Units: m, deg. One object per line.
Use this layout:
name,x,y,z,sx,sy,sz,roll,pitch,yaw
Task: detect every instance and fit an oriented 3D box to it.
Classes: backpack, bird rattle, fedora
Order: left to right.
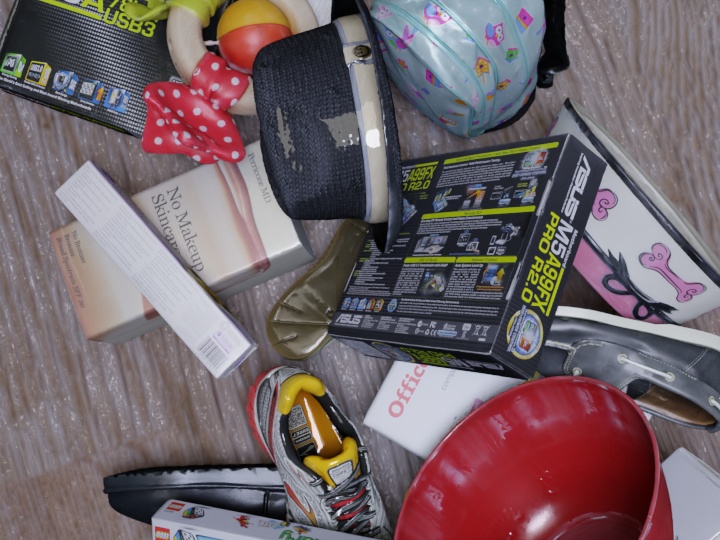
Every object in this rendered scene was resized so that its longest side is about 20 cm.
bird rattle,-0.107,-0.184,0.738,0.161,0.113,0.202,-11,71,-18
fedora,-0.030,-0.106,0.676,0.090,0.201,0.203,-9,84,-6
backpack,0.081,-0.188,0.729,0.166,0.200,0.127,35,88,6

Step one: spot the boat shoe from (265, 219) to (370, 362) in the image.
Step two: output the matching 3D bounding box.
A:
boat shoe,0.001,0.002,0.796,0.073,0.063,0.201,42,83,12

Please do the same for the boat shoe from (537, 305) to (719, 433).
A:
boat shoe,0.169,0.069,0.660,0.197,0.072,0.068,11,69,2

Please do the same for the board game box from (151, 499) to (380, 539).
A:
board game box,-0.061,0.252,0.686,0.197,0.035,0.128,6,106,16

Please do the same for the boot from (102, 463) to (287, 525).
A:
boot,-0.120,0.250,0.766,0.197,0.076,0.171,0,81,-1

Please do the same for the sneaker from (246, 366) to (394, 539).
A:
sneaker,-0.026,0.169,0.709,0.077,0.082,0.202,-29,91,-23

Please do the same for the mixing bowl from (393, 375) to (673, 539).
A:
mixing bowl,0.130,0.183,0.611,0.200,0.200,0.109,-43,118,0

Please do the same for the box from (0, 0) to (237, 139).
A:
box,-0.216,-0.229,0.835,0.198,0.048,0.195,20,88,6

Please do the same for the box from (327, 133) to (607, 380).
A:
box,0.070,-0.011,0.669,0.044,0.199,0.162,31,73,-29

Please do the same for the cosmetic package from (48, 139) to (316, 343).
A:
cosmetic package,-0.150,-0.021,0.789,0.198,0.087,0.104,-24,82,2

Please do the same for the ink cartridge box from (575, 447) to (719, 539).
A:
ink cartridge box,0.252,0.254,0.684,0.144,0.085,0.200,-41,118,-1

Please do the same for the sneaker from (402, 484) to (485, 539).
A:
sneaker,0.079,0.246,0.696,0.077,0.083,0.200,-28,44,-7

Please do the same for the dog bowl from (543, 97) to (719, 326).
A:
dog bowl,0.204,-0.037,0.715,0.074,0.200,0.201,-43,82,20

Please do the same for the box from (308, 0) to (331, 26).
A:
box,-0.030,-0.238,0.816,0.041,0.039,0.202,26,87,7

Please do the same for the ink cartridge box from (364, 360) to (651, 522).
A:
ink cartridge box,0.120,0.109,0.747,0.198,0.085,0.146,28,86,8

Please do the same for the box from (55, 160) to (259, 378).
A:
box,-0.161,0.000,0.725,0.041,0.039,0.200,-43,83,0
